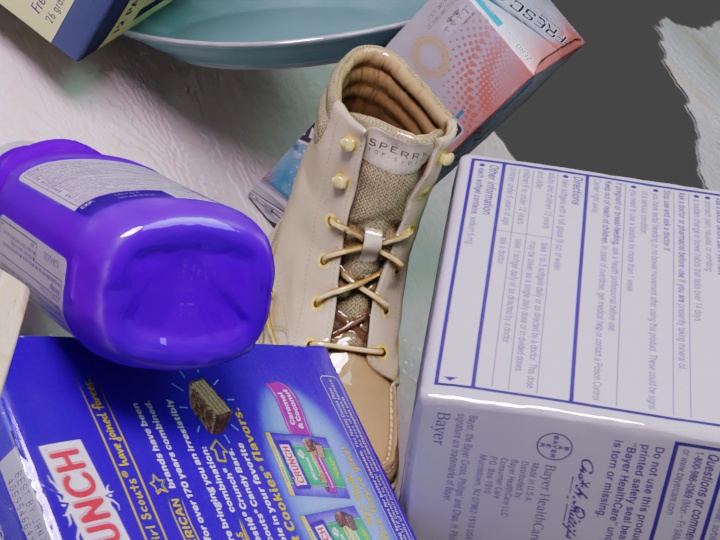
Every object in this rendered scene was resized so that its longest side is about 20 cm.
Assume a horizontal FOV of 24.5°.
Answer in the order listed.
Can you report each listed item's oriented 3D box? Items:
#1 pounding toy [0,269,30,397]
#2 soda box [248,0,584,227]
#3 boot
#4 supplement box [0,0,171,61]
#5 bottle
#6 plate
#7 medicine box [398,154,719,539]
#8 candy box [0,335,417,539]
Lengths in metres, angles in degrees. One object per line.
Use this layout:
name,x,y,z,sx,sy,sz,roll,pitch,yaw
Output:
pounding toy,-0.192,0.042,0.465,0.142,0.200,0.184,34,34,-23
soda box,0.027,-0.081,0.903,0.068,0.200,0.064,50,39,4
boot,0.000,0.000,0.810,0.073,0.156,0.200,11,39,-16
supplement box,-0.159,-0.249,0.901,0.200,0.134,0.200,37,30,0
bottle,-0.111,-0.014,0.693,0.083,0.065,0.200,2,13,-31
plate,-0.043,-0.142,0.955,0.200,0.200,0.026,-45,134,-61
medicine box,0.129,0.049,0.782,0.200,0.103,0.182,9,39,4
candy box,-0.068,0.114,0.675,0.200,0.077,0.169,8,49,-50
